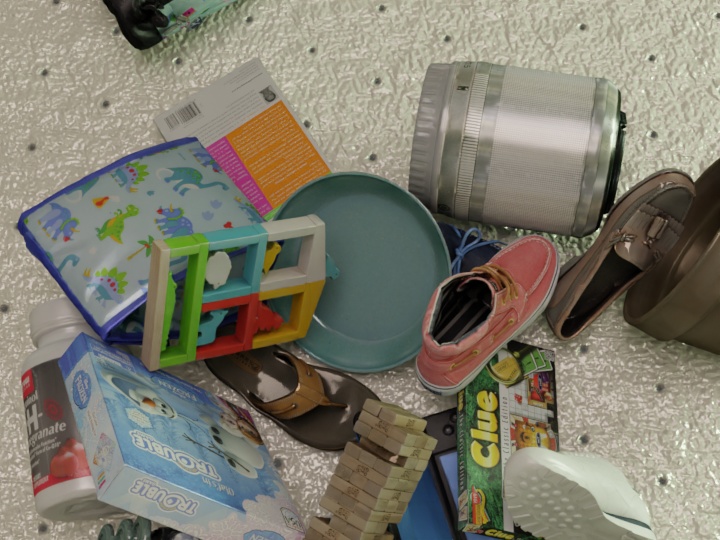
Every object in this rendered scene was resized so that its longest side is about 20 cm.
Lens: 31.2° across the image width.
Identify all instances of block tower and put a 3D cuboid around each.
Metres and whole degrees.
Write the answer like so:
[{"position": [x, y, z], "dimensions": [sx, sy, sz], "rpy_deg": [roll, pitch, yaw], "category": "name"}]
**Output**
[{"position": [-0.004, 0.213, 1.101], "dimensions": [0.054, 0.058, 0.200], "rpy_deg": [25, 92, 36], "category": "block tower"}]

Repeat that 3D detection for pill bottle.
[{"position": [-0.266, 0.130, 1.236], "dimensions": [0.111, 0.111, 0.200], "rpy_deg": [-12, 68, -1], "category": "pill bottle"}]

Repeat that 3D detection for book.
[{"position": [-0.115, -0.115, 1.359], "dimensions": [0.134, 0.048, 0.200], "rpy_deg": [-31, 70, -5], "category": "book"}]

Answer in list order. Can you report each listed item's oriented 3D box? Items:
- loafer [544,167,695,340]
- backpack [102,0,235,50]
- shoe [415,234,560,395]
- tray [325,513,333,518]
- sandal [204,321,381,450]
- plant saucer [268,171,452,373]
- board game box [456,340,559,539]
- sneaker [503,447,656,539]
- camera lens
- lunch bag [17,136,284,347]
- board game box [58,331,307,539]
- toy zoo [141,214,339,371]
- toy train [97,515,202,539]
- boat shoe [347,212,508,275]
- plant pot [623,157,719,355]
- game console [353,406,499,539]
[{"position": [0.251, -0.009, 1.231], "dimensions": [0.072, 0.200, 0.063], "rpy_deg": [28, 32, -21], "category": "loafer"}, {"position": [-0.196, -0.347, 1.411], "dimensions": [0.200, 0.127, 0.167], "rpy_deg": [-31, 82, -10], "category": "backpack"}, {"position": [0.124, 0.024, 1.199], "dimensions": [0.071, 0.091, 0.200], "rpy_deg": [35, 65, 19], "category": "shoe"}, {"position": [0.005, 0.302, 1.120], "dimensions": [0.107, 0.022, 0.200], "rpy_deg": [-41, 51, 27], "category": "tray"}, {"position": [-0.072, 0.109, 1.260], "dimensions": [0.200, 0.055, 0.082], "rpy_deg": [33, 80, 14], "category": "sandal"}, {"position": [0.000, 0.000, 1.271], "dimensions": [0.200, 0.036, 0.200], "rpy_deg": [4, 102, 20], "category": "plant saucer"}, {"position": [0.139, 0.155, 1.209], "dimensions": [0.105, 0.023, 0.200], "rpy_deg": [14, 57, -20], "category": "board game box"}, {"position": [0.190, 0.196, 1.155], "dimensions": [0.076, 0.200, 0.081], "rpy_deg": [-27, 46, 29], "category": "sneaker"}, {"position": [0.158, -0.122, 1.284], "dimensions": [0.200, 0.160, 0.160], "rpy_deg": [9, 69, 7], "category": "camera lens"}, {"position": [-0.205, -0.019, 1.247], "dimensions": [0.200, 0.128, 0.170], "rpy_deg": [-20, 54, -37], "category": "lunch bag"}, {"position": [-0.158, 0.158, 1.136], "dimensions": [0.043, 0.200, 0.199], "rpy_deg": [-51, 36, 12], "category": "board game box"}, {"position": [-0.105, 0.017, 1.201], "dimensions": [0.200, 0.131, 0.020], "rpy_deg": [-10, 36, -33], "category": "toy zoo"}, {"position": [-0.187, 0.280, 1.137], "dimensions": [0.085, 0.200, 0.114], "rpy_deg": [13, 69, -24], "category": "toy train"}, {"position": [0.074, -0.010, 1.294], "dimensions": [0.200, 0.069, 0.084], "rpy_deg": [11, 70, 7], "category": "boat shoe"}, {"position": [0.376, 0.012, 1.220], "dimensions": [0.173, 0.200, 0.200], "rpy_deg": [33, 73, -3], "category": "plant pot"}, {"position": [0.102, 0.211, 1.181], "dimensions": [0.171, 0.118, 0.200], "rpy_deg": [-17, 69, -3], "category": "game console"}]
